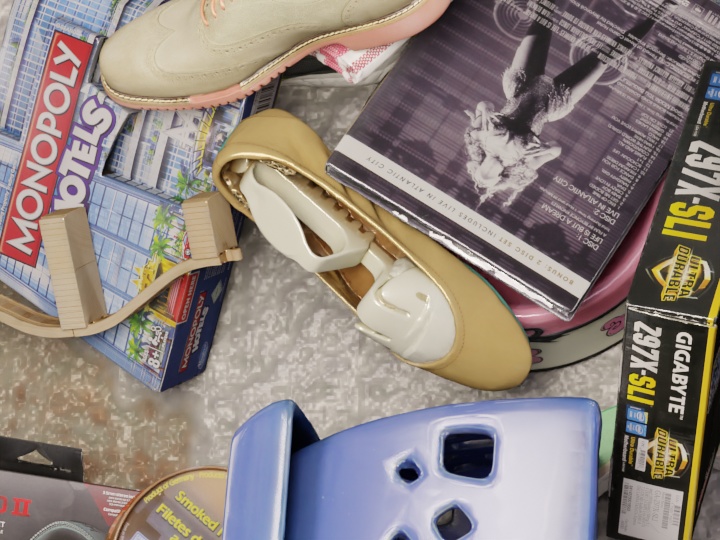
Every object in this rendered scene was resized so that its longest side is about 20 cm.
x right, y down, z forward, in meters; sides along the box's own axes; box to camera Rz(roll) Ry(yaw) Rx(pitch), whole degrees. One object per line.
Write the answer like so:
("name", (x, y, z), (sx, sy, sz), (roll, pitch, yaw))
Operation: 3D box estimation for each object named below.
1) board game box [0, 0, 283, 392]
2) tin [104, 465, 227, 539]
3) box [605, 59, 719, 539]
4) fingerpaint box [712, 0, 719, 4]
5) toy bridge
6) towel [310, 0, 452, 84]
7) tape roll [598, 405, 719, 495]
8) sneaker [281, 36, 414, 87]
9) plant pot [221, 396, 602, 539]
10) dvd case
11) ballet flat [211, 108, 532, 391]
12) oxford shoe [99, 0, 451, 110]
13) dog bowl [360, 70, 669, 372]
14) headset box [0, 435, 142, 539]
("board game box", (-0.159, -0.064, 1.642), (0.200, 0.062, 0.200), (21, 107, 18))
("tin", (-0.048, 0.187, 1.570), (0.200, 0.042, 0.112), (42, 72, -8))
("box", (0.170, 0.016, 1.513), (0.049, 0.160, 0.200), (10, 42, 13))
("fingerpaint box", (0.149, -0.241, 1.664), (0.200, 0.073, 0.167), (13, 78, 13))
("toy bridge", (-0.152, 0.000, 1.602), (0.200, 0.027, 0.067), (-5, 102, 25))
("towel", (-0.010, -0.185, 1.618), (0.146, 0.030, 0.200), (-42, 49, -14))
("tape roll", (0.170, 0.167, 1.578), (0.200, 0.048, 0.201), (-2, 76, 8))
("sneaker", (-0.069, -0.131, 1.663), (0.200, 0.085, 0.075), (-15, 74, 4))
("plant pot", (0.025, 0.165, 1.467), (0.179, 0.200, 0.200), (4, 78, 6))
("dvd case", (0.095, -0.089, 1.565), (0.149, 0.016, 0.200), (31, 66, 7))
("ballet flat", (0.000, 0.000, 1.554), (0.200, 0.063, 0.069), (42, 126, 9))
("oxford shoe", (-0.055, -0.140, 1.530), (0.200, 0.074, 0.071), (-20, 56, 20))
("dog bowl", (0.085, -0.048, 1.619), (0.200, 0.074, 0.201), (-1, 81, 5))
("headset box", (-0.183, 0.189, 1.578), (0.149, 0.077, 0.200), (11, 78, -21))
